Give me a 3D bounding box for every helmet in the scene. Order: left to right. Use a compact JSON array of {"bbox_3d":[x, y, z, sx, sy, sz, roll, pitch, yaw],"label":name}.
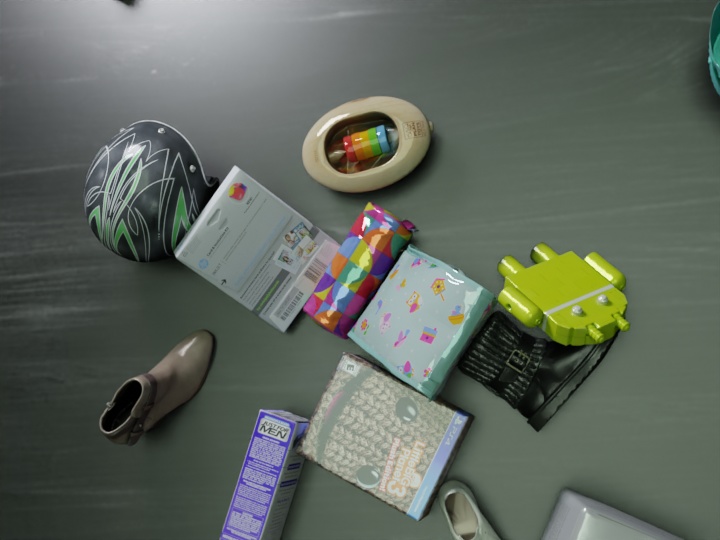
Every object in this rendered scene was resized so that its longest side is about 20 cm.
[{"bbox_3d":[-0.311,-0.113,1.657,0.197,0.191,0.203,-1,84,11],"label":"helmet"}]

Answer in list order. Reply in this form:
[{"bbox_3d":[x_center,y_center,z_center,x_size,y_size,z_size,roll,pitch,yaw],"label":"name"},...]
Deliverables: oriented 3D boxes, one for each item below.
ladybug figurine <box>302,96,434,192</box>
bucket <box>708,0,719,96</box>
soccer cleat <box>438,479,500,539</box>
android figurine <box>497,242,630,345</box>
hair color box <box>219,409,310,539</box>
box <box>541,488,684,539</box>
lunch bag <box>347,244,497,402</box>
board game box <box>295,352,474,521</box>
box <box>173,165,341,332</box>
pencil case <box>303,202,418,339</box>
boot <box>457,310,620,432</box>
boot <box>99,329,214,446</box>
[{"bbox_3d":[0.014,-0.182,1.662,0.198,0.072,0.137,-11,81,10],"label":"ladybug figurine"},{"bbox_3d":[0.570,-0.301,1.533,0.205,0.135,0.210,-2,83,12],"label":"bucket"},{"bbox_3d":[0.166,0.383,1.558,0.069,0.078,0.201,-33,84,6],"label":"soccer cleat"},{"bbox_3d":[0.280,0.033,1.540,0.180,0.041,0.200,-18,41,-25],"label":"android figurine"},{"bbox_3d":[-0.132,0.303,1.615,0.064,0.109,0.202,18,87,14],"label":"hair color box"},{"bbox_3d":[0.328,0.420,1.464,0.198,0.171,0.201,22,88,2],"label":"box"},{"bbox_3d":[0.096,0.075,1.548,0.121,0.200,0.171,34,90,-27],"label":"lunch bag"},{"bbox_3d":[0.036,0.232,1.596,0.198,0.097,0.161,26,89,13],"label":"board game box"},{"bbox_3d":[-0.146,-0.029,1.641,0.199,0.041,0.157,36,91,-22],"label":"box"},{"bbox_3d":[0.000,0.000,1.639,0.088,0.088,0.201,35,92,13],"label":"pencil case"},{"bbox_3d":[0.251,0.101,1.578,0.158,0.079,0.211,42,93,13],"label":"boot"},{"bbox_3d":[-0.297,0.168,1.645,0.070,0.146,0.201,32,90,15],"label":"boot"}]
